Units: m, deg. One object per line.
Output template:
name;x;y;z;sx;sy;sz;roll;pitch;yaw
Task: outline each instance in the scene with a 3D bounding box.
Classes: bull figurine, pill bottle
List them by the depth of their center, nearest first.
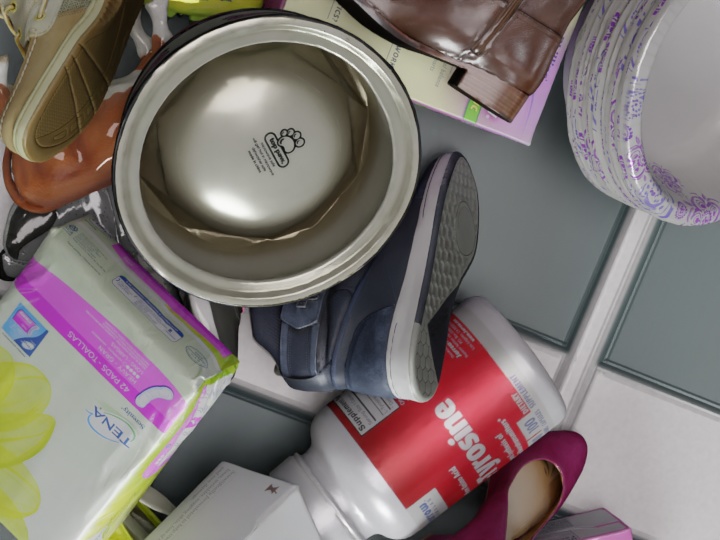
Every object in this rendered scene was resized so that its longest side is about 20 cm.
bull figurine;-0.151;-0.112;1.445;0.200;0.065;0.122;-23;97;-9
pill bottle;0.038;0.118;1.550;0.200;0.112;0.112;-37;104;-4

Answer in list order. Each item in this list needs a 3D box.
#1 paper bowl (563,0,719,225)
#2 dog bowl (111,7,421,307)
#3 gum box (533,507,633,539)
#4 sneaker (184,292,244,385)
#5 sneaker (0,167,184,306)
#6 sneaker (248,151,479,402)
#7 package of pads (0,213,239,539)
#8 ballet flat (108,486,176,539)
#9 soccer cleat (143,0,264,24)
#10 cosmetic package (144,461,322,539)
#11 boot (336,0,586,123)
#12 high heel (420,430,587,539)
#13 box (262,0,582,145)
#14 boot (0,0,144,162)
paper bowl;0.223;-0.140;1.528;0.200;0.104;0.201;-18;120;-34
dog bowl;-0.066;-0.080;1.398;0.200;0.074;0.200;-6;116;-12
gum box;0.118;0.257;1.612;0.200;0.066;0.114;-12;100;-10
sneaker;-0.077;-0.021;1.495;0.099;0.071;0.200;-6;72;-8
sneaker;-0.191;0.006;1.512;0.115;0.075;0.200;-19;92;-3
sneaker;-0.001;-0.001;1.542;0.077;0.146;0.203;58;40;-45
package of pads;-0.191;0.086;1.457;0.155;0.068;0.200;44;115;8
ballet flat;-0.139;0.206;1.547;0.067;0.067;0.200;-38;103;19
soccer cleat;-0.156;-0.223;1.477;0.200;0.065;0.084;15;104;-12
cosmetic package;-0.071;0.246;1.516;0.113;0.081;0.200;-43;126;-32
boot;0.086;-0.227;1.433;0.186;0.064;0.200;33;91;-21
high heel;0.121;0.172;1.549;0.200;0.096;0.067;-28;106;-39
box;0.050;-0.206;1.509;0.200;0.097;0.176;20;94;-13
boot;-0.227;-0.170;1.380;0.154;0.072;0.200;16;65;11
